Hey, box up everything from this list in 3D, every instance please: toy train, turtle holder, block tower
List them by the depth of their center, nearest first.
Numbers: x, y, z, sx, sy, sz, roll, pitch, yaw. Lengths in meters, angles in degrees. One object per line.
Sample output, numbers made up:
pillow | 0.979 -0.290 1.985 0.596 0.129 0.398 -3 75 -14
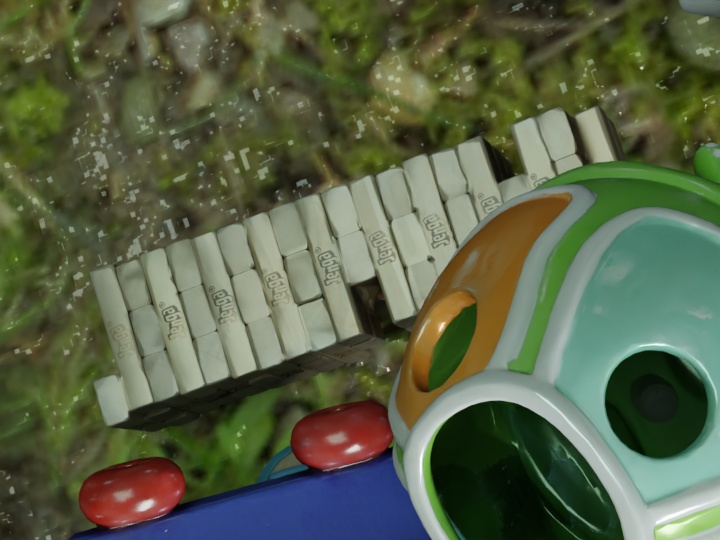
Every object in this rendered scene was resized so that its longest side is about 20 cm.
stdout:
turtle holder | 0.084 0.065 0.708 0.140 0.132 0.187 -11 102 34
toy train | -0.074 0.102 0.778 0.198 0.116 0.085 -14 94 -11
block tower | 0.000 0.000 0.833 0.199 0.054 0.058 -21 78 11

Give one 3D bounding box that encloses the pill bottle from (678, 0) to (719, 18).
pill bottle | 0.207 -0.108 0.759 0.198 0.112 0.113 10 86 16
